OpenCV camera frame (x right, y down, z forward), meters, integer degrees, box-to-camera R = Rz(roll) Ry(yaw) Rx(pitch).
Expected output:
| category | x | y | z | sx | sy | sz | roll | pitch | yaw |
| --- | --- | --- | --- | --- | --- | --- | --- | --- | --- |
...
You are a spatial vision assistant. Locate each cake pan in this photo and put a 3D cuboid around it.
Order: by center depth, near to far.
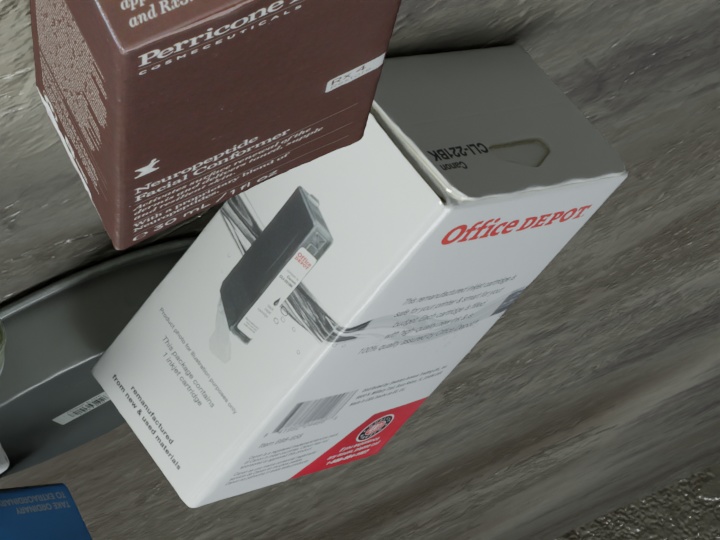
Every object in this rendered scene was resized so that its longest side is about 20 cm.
| category | x | y | z | sx | sy | sz | roll | pitch | yaw |
| --- | --- | --- | --- | --- | --- | --- | --- | --- | --- |
| cake pan | -0.138 | 0.048 | 1.333 | 0.200 | 0.037 | 0.200 | -27 | 169 | -6 |

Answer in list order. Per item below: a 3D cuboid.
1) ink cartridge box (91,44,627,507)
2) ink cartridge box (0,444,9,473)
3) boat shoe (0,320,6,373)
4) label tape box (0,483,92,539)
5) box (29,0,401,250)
| category | x | y | z | sx | sy | sz | roll | pitch | yaw |
| --- | --- | --- | --- | --- | --- | --- | --- | --- | --- |
| ink cartridge box | 0.000 | 0.000 | 1.231 | 0.144 | 0.084 | 0.200 | -12 | 149 | -53 |
| ink cartridge box | -0.267 | 0.099 | 1.144 | 0.200 | 0.084 | 0.145 | -35 | 166 | 29 |
| boat shoe | -0.180 | 0.020 | 1.033 | 0.062 | 0.072 | 0.200 | -29 | 166 | 20 |
| label tape box | -0.206 | 0.137 | 1.325 | 0.200 | 0.066 | 0.143 | -13 | 174 | 37 |
| box | -0.046 | -0.082 | 0.891 | 0.100 | 0.075 | 0.200 | -25 | 166 | -11 |
